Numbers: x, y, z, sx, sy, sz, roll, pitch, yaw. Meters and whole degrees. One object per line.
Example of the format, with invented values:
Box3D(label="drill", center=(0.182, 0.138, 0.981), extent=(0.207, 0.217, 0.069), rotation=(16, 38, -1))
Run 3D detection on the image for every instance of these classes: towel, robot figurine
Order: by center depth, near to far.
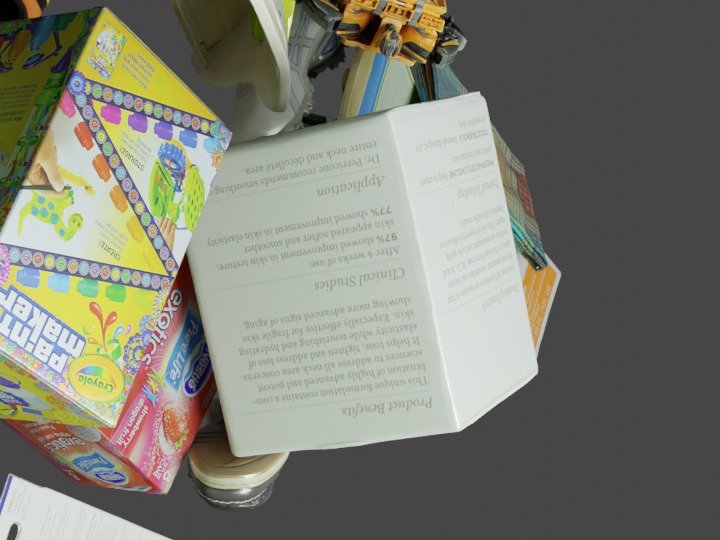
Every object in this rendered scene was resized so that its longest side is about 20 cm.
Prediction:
Box3D(label="robot figurine", center=(0.012, -0.229, 1.134), extent=(0.145, 0.058, 0.200), rotation=(14, 34, -20))
Box3D(label="towel", center=(0.108, -0.105, 1.289), extent=(0.200, 0.022, 0.147), rotation=(46, 26, -41))

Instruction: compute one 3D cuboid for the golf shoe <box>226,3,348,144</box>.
Box3D(label="golf shoe", center=(-0.077, -0.158, 1.125), extent=(0.097, 0.078, 0.200), rotation=(45, 48, -22))

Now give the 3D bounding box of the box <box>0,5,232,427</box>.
Box3D(label="box", center=(-0.211, -0.028, 0.822), extent=(0.122, 0.200, 0.193), rotation=(44, 56, -44))

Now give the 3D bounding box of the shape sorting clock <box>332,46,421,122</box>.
Box3D(label="shape sorting clock", center=(0.007, -0.111, 1.200), extent=(0.200, 0.039, 0.201), rotation=(9, 90, -73))

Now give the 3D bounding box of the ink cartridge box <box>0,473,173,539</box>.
Box3D(label="ink cartridge box", center=(-0.189, 0.210, 0.983), extent=(0.200, 0.037, 0.095), rotation=(38, 61, -49))

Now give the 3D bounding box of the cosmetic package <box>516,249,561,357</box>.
Box3D(label="cosmetic package", center=(0.103, -0.007, 1.344), extent=(0.200, 0.071, 0.102), rotation=(44, 56, -43))

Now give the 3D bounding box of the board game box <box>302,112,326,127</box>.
Box3D(label="board game box", center=(-0.065, -0.014, 1.129), extent=(0.105, 0.023, 0.200), rotation=(78, 31, -56))

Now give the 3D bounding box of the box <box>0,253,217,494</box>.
Box3D(label="box", center=(-0.150, 0.040, 0.987), extent=(0.100, 0.095, 0.200), rotation=(52, 50, -41))

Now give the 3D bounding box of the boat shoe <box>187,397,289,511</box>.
Box3D(label="boat shoe", center=(-0.087, 0.139, 1.028), extent=(0.200, 0.072, 0.065), rotation=(-130, -137, -80))

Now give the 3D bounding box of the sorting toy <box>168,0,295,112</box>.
Box3D(label="sorting toy", center=(-0.088, -0.197, 0.973), extent=(0.180, 0.107, 0.200), rotation=(-112, 179, -48))

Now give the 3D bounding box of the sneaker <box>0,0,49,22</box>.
Box3D(label="sneaker", center=(-0.262, -0.201, 0.867), extent=(0.200, 0.070, 0.090), rotation=(19, 84, -48))

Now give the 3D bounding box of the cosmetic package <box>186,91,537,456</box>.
Box3D(label="cosmetic package", center=(0.000, 0.000, 0.963), extent=(0.166, 0.167, 0.201), rotation=(-23, 103, -64))
